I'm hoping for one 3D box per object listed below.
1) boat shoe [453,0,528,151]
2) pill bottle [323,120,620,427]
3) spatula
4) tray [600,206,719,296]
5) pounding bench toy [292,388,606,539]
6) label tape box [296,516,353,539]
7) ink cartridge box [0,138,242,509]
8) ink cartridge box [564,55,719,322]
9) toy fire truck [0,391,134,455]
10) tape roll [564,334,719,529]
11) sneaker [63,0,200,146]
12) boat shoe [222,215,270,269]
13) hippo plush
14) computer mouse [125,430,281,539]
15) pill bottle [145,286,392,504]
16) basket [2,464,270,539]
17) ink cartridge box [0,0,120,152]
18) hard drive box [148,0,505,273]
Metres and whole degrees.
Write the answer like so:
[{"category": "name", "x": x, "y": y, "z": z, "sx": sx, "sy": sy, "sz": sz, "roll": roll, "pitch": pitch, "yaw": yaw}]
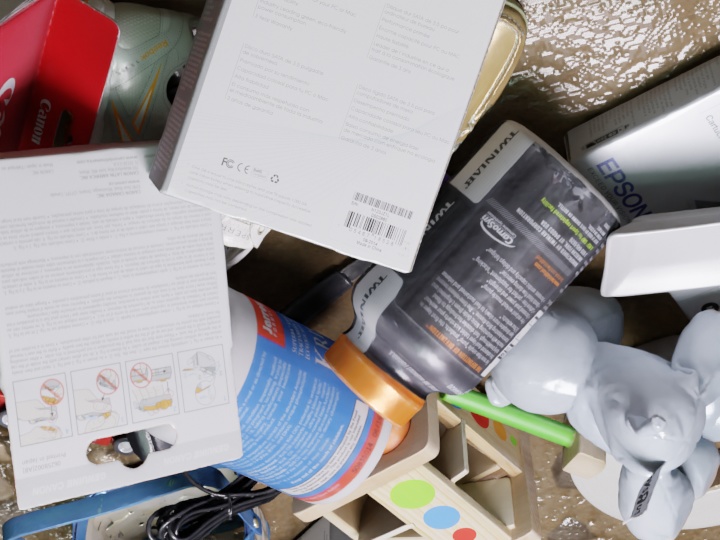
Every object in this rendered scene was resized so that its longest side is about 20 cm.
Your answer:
[{"category": "boat shoe", "x": 0.039, "y": -0.090, "z": 1.024, "sx": 0.072, "sy": 0.076, "sz": 0.200, "roll": 25, "pitch": 126, "yaw": -20}, {"category": "pill bottle", "x": 0.067, "y": 0.008, "z": 1.045, "sx": 0.200, "sy": 0.106, "sz": 0.106, "roll": -48, "pitch": 122, "yaw": 2}, {"category": "spatula", "x": 0.000, "y": 0.000, "z": 1.146, "sx": 0.057, "sy": 0.021, "sz": 0.200, "roll": 43, "pitch": 123, "yaw": -19}, {"category": "tray", "x": 0.258, "y": -0.021, "z": 1.054, "sx": 0.200, "sy": 0.022, "sz": 0.107, "roll": -7, "pitch": 158, "yaw": 3}, {"category": "pounding bench toy", "x": 0.065, "y": 0.125, "z": 1.195, "sx": 0.200, "sy": 0.124, "sz": 0.156, "roll": -30, "pitch": 127, "yaw": 25}, {"category": "label tape box", "x": 0.005, "y": 0.277, "z": 1.380, "sx": 0.143, "sy": 0.066, "sz": 0.200, "roll": 28, "pitch": 125, "yaw": -24}, {"category": "ink cartridge box", "x": -0.156, "y": 0.025, "z": 0.957, "sx": 0.162, "sy": 0.057, "sz": 0.200, "roll": -9, "pitch": 99, "yaw": -39}, {"category": "ink cartridge box", "x": 0.271, "y": -0.063, "z": 1.078, "sx": 0.200, "sy": 0.041, "sz": 0.200, "roll": -27, "pitch": 128, "yaw": 23}, {"category": "toy fire truck", "x": -0.223, "y": 0.059, "z": 1.181, "sx": 0.200, "sy": 0.049, "sz": 0.141, "roll": 15, "pitch": 131, "yaw": -15}, {"category": "tape roll", "x": 0.262, "y": 0.129, "z": 1.262, "sx": 0.202, "sy": 0.037, "sz": 0.203, "roll": -1, "pitch": 133, "yaw": -1}, {"category": "sneaker", "x": -0.145, "y": -0.085, "z": 1.033, "sx": 0.092, "sy": 0.076, "sz": 0.200, "roll": 3, "pitch": 135, "yaw": -11}, {"category": "boat shoe", "x": -0.084, "y": -0.042, "z": 1.072, "sx": 0.071, "sy": 0.069, "sz": 0.200, "roll": 23, "pitch": 129, "yaw": -22}, {"category": "hippo plush", "x": 0.166, "y": 0.096, "z": 1.125, "sx": 0.161, "sy": 0.200, "sz": 0.160, "roll": 23, "pitch": 124, "yaw": 26}, {"category": "computer mouse", "x": -0.115, "y": 0.088, "z": 1.154, "sx": 0.140, "sy": 0.200, "sz": 0.046, "roll": -15, "pitch": 172, "yaw": -41}, {"category": "pill bottle", "x": -0.083, "y": 0.076, "z": 1.082, "sx": 0.200, "sy": 0.112, "sz": 0.112, "roll": 29, "pitch": 127, "yaw": -35}, {"category": "basket", "x": -0.162, "y": 0.216, "z": 1.258, "sx": 0.176, "sy": 0.139, "sz": 0.200, "roll": -15, "pitch": 152, "yaw": 11}, {"category": "ink cartridge box", "x": -0.256, "y": -0.099, "z": 0.963, "sx": 0.175, "sy": 0.084, "sz": 0.200, "roll": 30, "pitch": 131, "yaw": 7}, {"category": "hard drive box", "x": -0.016, "y": -0.119, "z": 0.928, "sx": 0.156, "sy": 0.077, "sz": 0.200, "roll": 18, "pitch": 96, "yaw": -15}]
